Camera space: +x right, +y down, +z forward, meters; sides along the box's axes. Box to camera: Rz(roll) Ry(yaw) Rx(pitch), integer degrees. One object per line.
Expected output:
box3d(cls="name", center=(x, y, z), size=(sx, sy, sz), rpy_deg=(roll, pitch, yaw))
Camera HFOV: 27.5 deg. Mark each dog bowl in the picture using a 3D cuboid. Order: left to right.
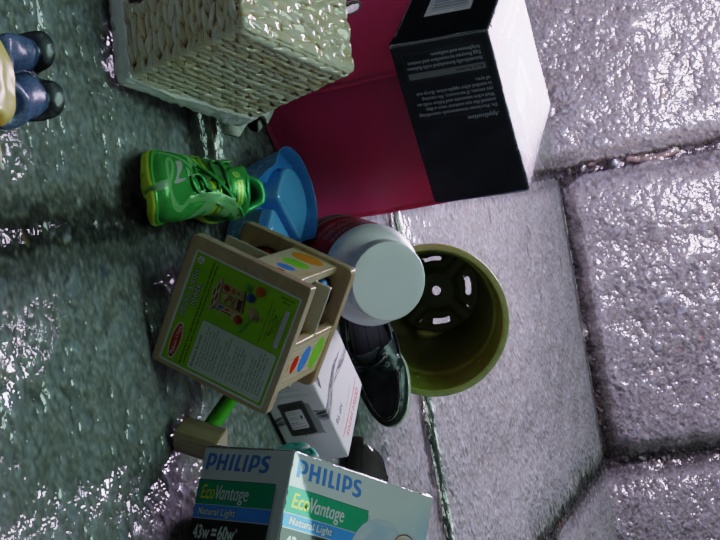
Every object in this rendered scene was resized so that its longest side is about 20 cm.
box3d(cls="dog bowl", center=(-0.098, -0.046, 1.604), size=(0.202, 0.049, 0.112), rpy_deg=(-79, 151, -46))

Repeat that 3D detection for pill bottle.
box3d(cls="pill bottle", center=(0.000, 0.000, 1.646), size=(0.200, 0.111, 0.114), rpy_deg=(-160, -125, -71))

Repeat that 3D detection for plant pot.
box3d(cls="plant pot", center=(0.099, 0.045, 1.979), size=(0.190, 0.197, 0.203), rpy_deg=(-73, 151, -77))

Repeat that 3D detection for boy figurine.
box3d(cls="boy figurine", center=(-0.288, -0.133, 1.076), size=(0.200, 0.064, 0.126), rpy_deg=(-31, 111, -69))

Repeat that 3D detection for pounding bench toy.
box3d(cls="pounding bench toy", center=(-0.108, 0.073, 1.405), size=(0.202, 0.123, 0.156), rpy_deg=(-69, 166, 12))

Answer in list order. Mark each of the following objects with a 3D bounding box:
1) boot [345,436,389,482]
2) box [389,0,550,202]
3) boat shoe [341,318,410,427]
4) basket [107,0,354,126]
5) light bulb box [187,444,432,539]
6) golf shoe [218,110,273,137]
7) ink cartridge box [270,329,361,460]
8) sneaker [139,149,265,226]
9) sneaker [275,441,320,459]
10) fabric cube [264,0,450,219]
box3d(cls="boot", center=(0.031, 0.312, 1.794), size=(0.139, 0.076, 0.201), rpy_deg=(-86, 159, -47))
box3d(cls="box", center=(0.129, -0.217, 1.656), size=(0.198, 0.116, 0.202), rpy_deg=(-68, 146, -52))
box3d(cls="boat shoe", center=(0.013, 0.095, 1.831), size=(0.066, 0.073, 0.203), rpy_deg=(14, 68, -67))
box3d(cls="basket", center=(-0.122, -0.269, 1.411), size=(0.199, 0.159, 0.201), rpy_deg=(14, 67, -56))
box3d(cls="light bulb box", center=(-0.052, 0.278, 1.324), size=(0.197, 0.124, 0.203), rpy_deg=(24, 70, -43))
box3d(cls="golf shoe", center=(-0.117, -0.206, 1.626), size=(0.200, 0.077, 0.099), rpy_deg=(-39, 136, -62))
box3d(cls="ink cartridge box", center=(-0.053, 0.128, 1.631), size=(0.117, 0.066, 0.202), rpy_deg=(-78, 152, -49))
box3d(cls="sneaker", center=(-0.151, -0.083, 1.417), size=(0.200, 0.082, 0.075), rpy_deg=(-7, 89, -71))
box3d(cls="sneaker", center=(-0.037, 0.275, 1.531), size=(0.092, 0.077, 0.201), rpy_deg=(77, -10, -48))
box3d(cls="fabric cube", center=(0.009, -0.206, 1.774), size=(0.201, 0.193, 0.201), rpy_deg=(-76, 152, -45))
